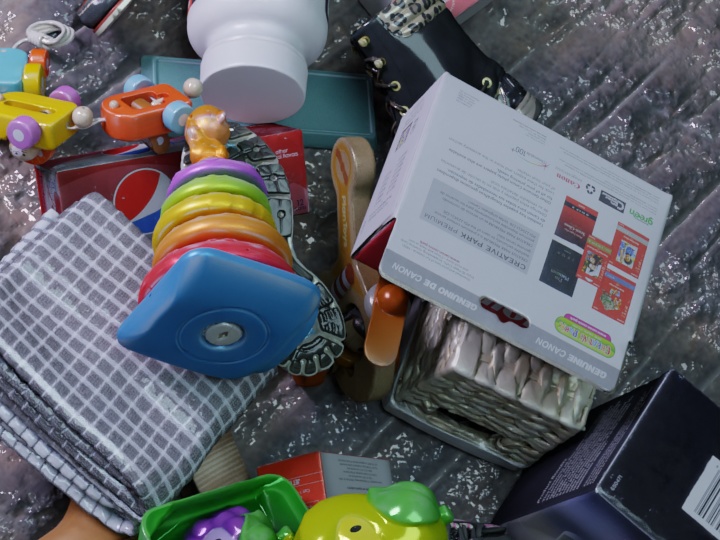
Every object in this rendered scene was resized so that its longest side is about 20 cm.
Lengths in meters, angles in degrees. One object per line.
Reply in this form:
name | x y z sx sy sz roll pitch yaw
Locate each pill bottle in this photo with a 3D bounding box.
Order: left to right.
pill bottle | -0.080 -0.222 1.339 0.111 0.111 0.201 11 60 -17

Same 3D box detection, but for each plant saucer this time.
plant saucer | -0.079 -0.137 1.377 0.199 0.019 0.070 3 72 -21

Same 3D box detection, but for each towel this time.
towel | -0.174 0.058 1.163 0.200 0.086 0.166 43 53 -5

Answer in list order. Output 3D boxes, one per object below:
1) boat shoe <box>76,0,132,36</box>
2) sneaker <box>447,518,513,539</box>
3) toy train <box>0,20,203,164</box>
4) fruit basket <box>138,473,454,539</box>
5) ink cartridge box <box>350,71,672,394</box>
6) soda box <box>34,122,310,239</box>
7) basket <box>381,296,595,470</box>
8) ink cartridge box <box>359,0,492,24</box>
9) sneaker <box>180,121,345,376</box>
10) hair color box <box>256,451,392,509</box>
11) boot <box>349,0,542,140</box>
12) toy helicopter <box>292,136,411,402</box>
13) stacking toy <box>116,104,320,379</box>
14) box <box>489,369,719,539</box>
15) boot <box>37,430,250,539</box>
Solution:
boat shoe | -0.185 -0.273 1.349 0.062 0.071 0.201 35 57 -23
sneaker | 0.067 0.204 1.229 0.200 0.086 0.081 27 51 -51
toy train | -0.217 -0.122 1.263 0.150 0.056 0.200 -22 38 -35
fruit basket | -0.036 0.217 1.099 0.155 0.215 0.216 -11 76 -45
ink cartridge box | 0.105 -0.014 1.222 0.199 0.084 0.176 28 61 -12
soda box | -0.142 -0.064 1.291 0.199 0.063 0.070 -12 105 -25
basket | 0.122 0.035 1.334 0.135 0.123 0.201 25 64 -12
ink cartridge box | 0.029 -0.296 1.443 0.116 0.067 0.200 -38 89 -26
sneaker | -0.084 -0.011 1.251 0.078 0.090 0.201 -21 88 -19
hair color box | -0.013 0.237 1.225 0.101 0.061 0.201 17 59 -56
boot | 0.030 -0.122 1.357 0.203 0.073 0.154 -42 100 -12
toy helicopter | 0.000 0.000 1.271 0.079 0.132 0.201 -5 95 -22
stacking toy | -0.100 -0.035 1.155 0.109 0.116 0.201 19 45 -30
box | 0.234 0.201 1.279 0.200 0.198 0.123 40 66 -4
boot | -0.191 0.128 1.217 0.200 0.074 0.155 -27 84 -38
